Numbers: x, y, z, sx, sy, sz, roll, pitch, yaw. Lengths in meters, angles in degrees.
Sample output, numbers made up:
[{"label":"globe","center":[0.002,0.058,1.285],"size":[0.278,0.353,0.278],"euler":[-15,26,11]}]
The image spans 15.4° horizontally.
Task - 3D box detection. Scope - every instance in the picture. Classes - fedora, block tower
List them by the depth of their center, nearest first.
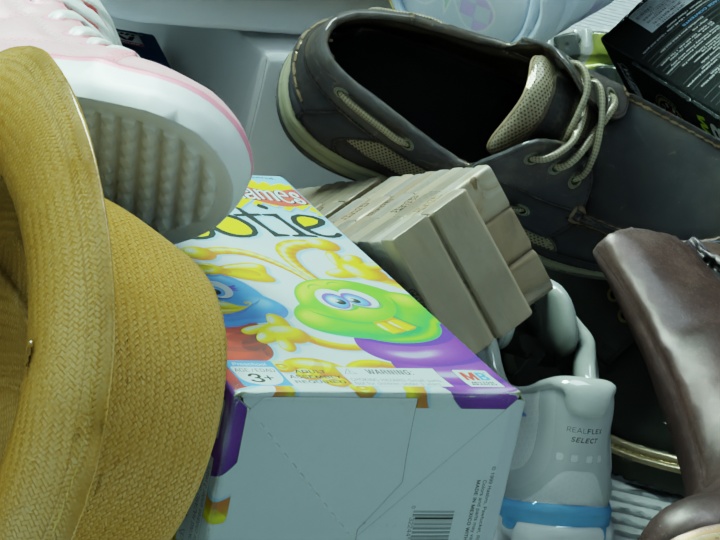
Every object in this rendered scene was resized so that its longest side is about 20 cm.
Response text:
[{"label":"fedora","center":[-0.096,0.032,0.803],"size":[0.081,0.201,0.201],"euler":[14,15,-32]},{"label":"block tower","center":[0.000,0.000,1.023],"size":[0.054,0.058,0.200],"euler":[-34,14,-22]}]

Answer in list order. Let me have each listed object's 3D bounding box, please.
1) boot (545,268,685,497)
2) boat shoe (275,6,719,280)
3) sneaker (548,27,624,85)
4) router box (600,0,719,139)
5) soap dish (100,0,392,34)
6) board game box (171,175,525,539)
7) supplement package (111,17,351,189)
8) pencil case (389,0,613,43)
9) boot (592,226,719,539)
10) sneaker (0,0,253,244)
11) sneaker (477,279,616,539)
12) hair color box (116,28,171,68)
[{"label":"boot","center":[0.111,-0.001,1.093],"size":[0.200,0.139,0.077],"euler":[28,24,37]},{"label":"boat shoe","center":[0.064,-0.049,1.036],"size":[0.199,0.075,0.073],"euler":[15,-15,-2]},{"label":"sneaker","center":[0.084,-0.077,1.321],"size":[0.199,0.075,0.085],"euler":[-8,4,20]},{"label":"router box","center":[0.198,-0.021,1.145],"size":[0.062,0.200,0.150],"euler":[-37,32,-7]},{"label":"soap dish","center":[-0.066,-0.163,1.148],"size":[0.199,0.082,0.157],"euler":[-2,25,-43]},{"label":"board game box","center":[-0.043,0.047,0.906],"size":[0.102,0.105,0.200],"euler":[2,21,-26]},{"label":"supplement package","center":[-0.047,-0.070,1.217],"size":[0.121,0.120,0.200],"euler":[4,20,-30]},{"label":"pencil case","center":[0.094,-0.153,1.145],"size":[0.090,0.084,0.200],"euler":[7,27,40]},{"label":"boot","center":[0.122,0.057,0.952],"size":[0.200,0.072,0.167],"euler":[10,42,-53]},{"label":"sneaker","center":[-0.100,-0.067,0.906],"size":[0.199,0.075,0.105],"euler":[1,46,42]},{"label":"sneaker","center":[0.055,0.036,1.035],"size":[0.075,0.087,0.200],"euler":[3,20,-23]},{"label":"hair color box","center":[-0.105,-0.028,1.089],"size":[0.060,0.101,0.200],"euler":[8,19,-17]}]
